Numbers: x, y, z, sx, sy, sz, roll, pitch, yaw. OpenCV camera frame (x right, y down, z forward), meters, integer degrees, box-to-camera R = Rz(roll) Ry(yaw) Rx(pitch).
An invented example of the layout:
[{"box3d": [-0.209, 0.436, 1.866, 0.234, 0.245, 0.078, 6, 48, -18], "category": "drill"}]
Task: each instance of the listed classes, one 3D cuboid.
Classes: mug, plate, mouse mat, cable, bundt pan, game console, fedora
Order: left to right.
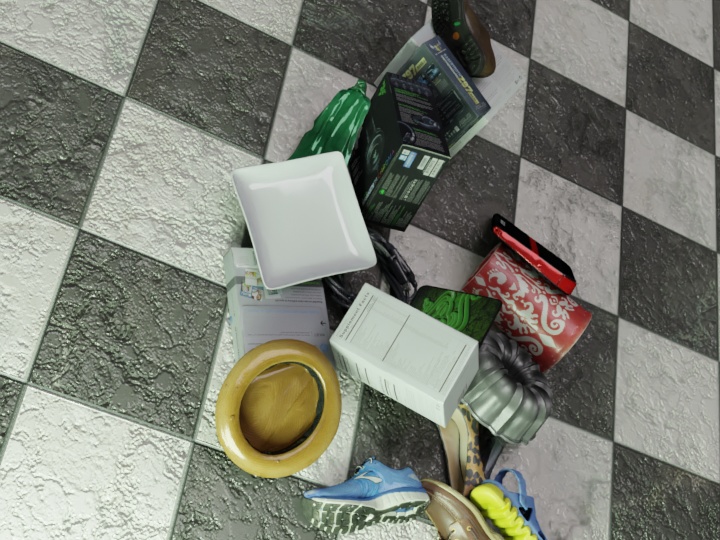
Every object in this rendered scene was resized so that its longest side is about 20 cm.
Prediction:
[{"box3d": [-0.124, 0.197, 1.570, 0.197, 0.082, 0.205, 1, 89, -22], "category": "fedora"}, {"box3d": [-0.091, -0.078, 1.705, 0.196, 0.032, 0.203, -12, 76, -26], "category": "plate"}, {"box3d": [0.000, 0.000, 1.772, 0.163, 0.051, 0.201, -39, 95, -38], "category": "cable"}, {"box3d": [0.124, 0.105, 1.746, 0.201, 0.159, 0.008, -56, 142, -34], "category": "mouse mat"}, {"box3d": [0.234, 0.178, 1.752, 0.200, 0.076, 0.203, 32, 28, -20], "category": "bundt pan"}, {"box3d": [0.279, 0.059, 1.880, 0.199, 0.178, 0.134, 41, 90, 0], "category": "mug"}, {"box3d": [0.299, -0.031, 1.893, 0.176, 0.031, 0.200, 36, 11, 1], "category": "game console"}]

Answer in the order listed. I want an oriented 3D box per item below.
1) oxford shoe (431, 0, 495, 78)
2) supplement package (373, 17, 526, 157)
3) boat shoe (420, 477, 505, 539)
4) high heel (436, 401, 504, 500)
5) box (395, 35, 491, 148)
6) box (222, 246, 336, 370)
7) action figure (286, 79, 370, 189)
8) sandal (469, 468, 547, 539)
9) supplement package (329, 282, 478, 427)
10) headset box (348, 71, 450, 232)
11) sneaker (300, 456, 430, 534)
[{"box3d": [0.181, -0.421, 1.894, 0.084, 0.072, 0.203, -1, 67, -47], "category": "oxford shoe"}, {"box3d": [0.163, -0.345, 1.973, 0.200, 0.151, 0.152, 45, 54, -2], "category": "supplement package"}, {"box3d": [0.154, 0.401, 1.647, 0.200, 0.072, 0.068, 46, 55, -1], "category": "boat shoe"}, {"box3d": [0.138, 0.267, 1.704, 0.200, 0.071, 0.143, 46, 49, -11], "category": "high heel"}, {"box3d": [0.115, -0.283, 1.884, 0.051, 0.200, 0.159, -34, 85, -42], "category": "box"}, {"box3d": [-0.126, 0.067, 1.674, 0.153, 0.041, 0.204, 2, 65, -29], "category": "box"}, {"box3d": [-0.037, -0.235, 1.820, 0.117, 0.055, 0.202, 23, 77, 19], "category": "action figure"}, {"box3d": [0.253, 0.387, 1.687, 0.202, 0.079, 0.087, 57, 47, -21], "category": "sandal"}, {"box3d": [0.067, 0.127, 1.629, 0.198, 0.110, 0.115, 28, 69, 18], "category": "supplement package"}, {"box3d": [0.057, -0.202, 1.804, 0.091, 0.175, 0.202, 13, 44, -22], "category": "headset box"}, {"box3d": [0.001, 0.330, 1.605, 0.196, 0.079, 0.090, 0, 45, -25], "category": "sneaker"}]
